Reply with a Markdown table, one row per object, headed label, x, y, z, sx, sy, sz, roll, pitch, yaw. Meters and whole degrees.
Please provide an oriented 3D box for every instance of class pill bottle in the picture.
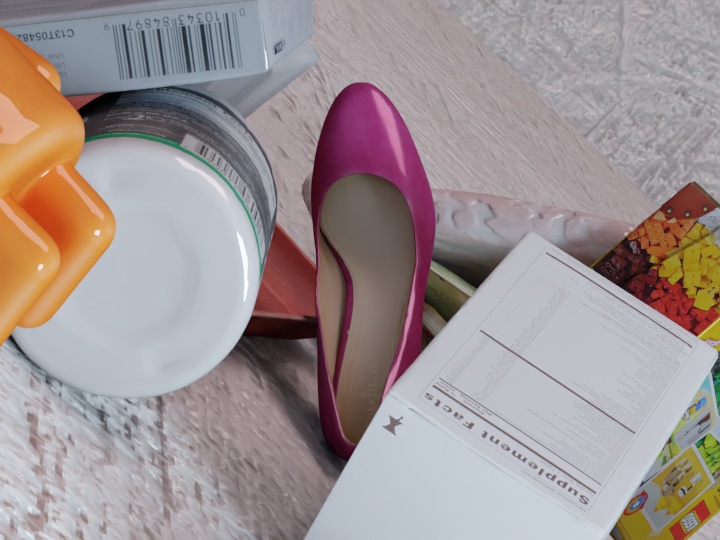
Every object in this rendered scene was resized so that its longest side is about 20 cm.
| label | x | y | z | sx | sy | sz | roll | pitch | yaw |
| --- | --- | --- | --- | --- | --- | --- | --- | --- | --- |
| pill bottle | -0.095 | -0.022 | 1.201 | 0.113 | 0.113 | 0.200 | 43 | 11 | -8 |

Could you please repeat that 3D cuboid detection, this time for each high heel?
| label | x | y | z | sx | sy | sz | roll | pitch | yaw |
| --- | --- | --- | --- | --- | --- | --- | --- | --- | --- |
| high heel | 0.000 | 0.000 | 1.384 | 0.067 | 0.201 | 0.096 | 2 | -2 | 8 |

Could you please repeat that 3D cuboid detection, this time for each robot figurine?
| label | x | y | z | sx | sy | sz | roll | pitch | yaw |
| --- | --- | --- | --- | --- | --- | --- | --- | --- | --- |
| robot figurine | -0.184 | -0.060 | 1.011 | 0.200 | 0.144 | 0.117 | 45 | -18 | 5 |

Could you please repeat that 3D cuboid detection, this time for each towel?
| label | x | y | z | sx | sy | sz | roll | pitch | yaw |
| --- | --- | --- | --- | --- | --- | --- | --- | --- | --- |
| towel | 0.083 | 0.005 | 1.573 | 0.199 | 0.032 | 0.191 | 9 | -22 | 23 |

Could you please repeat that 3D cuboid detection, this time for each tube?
| label | x | y | z | sx | sy | sz | roll | pitch | yaw |
| --- | --- | --- | --- | --- | --- | --- | --- | --- | --- |
| tube | 0.083 | 0.047 | 1.568 | 0.200 | 0.058 | 0.052 | 48 | 38 | -52 |

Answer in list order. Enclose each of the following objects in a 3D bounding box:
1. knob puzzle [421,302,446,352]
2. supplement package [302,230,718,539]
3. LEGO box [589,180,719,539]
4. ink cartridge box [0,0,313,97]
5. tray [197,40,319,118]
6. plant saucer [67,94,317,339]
| label | x | y | z | sx | sy | sz | roll | pitch | yaw |
| --- | --- | --- | --- | --- | --- | --- | --- | --- | --- |
| knob puzzle | 0.070 | 0.086 | 1.529 | 0.220 | 0.030 | 0.220 | 49 | -5 | 6 |
| supplement package | 0.067 | 0.085 | 1.214 | 0.114 | 0.110 | 0.200 | 33 | 29 | 8 |
| LEGO box | 0.172 | 0.063 | 1.499 | 0.077 | 0.149 | 0.200 | 47 | -4 | 31 |
| ink cartridge box | -0.125 | -0.110 | 1.259 | 0.200 | 0.199 | 0.041 | -58 | 142 | -76 |
| tray | -0.129 | -0.151 | 1.594 | 0.200 | 0.107 | 0.022 | 39 | 30 | -27 |
| plant saucer | -0.101 | -0.033 | 1.426 | 0.200 | 0.037 | 0.200 | 48 | 12 | 15 |
